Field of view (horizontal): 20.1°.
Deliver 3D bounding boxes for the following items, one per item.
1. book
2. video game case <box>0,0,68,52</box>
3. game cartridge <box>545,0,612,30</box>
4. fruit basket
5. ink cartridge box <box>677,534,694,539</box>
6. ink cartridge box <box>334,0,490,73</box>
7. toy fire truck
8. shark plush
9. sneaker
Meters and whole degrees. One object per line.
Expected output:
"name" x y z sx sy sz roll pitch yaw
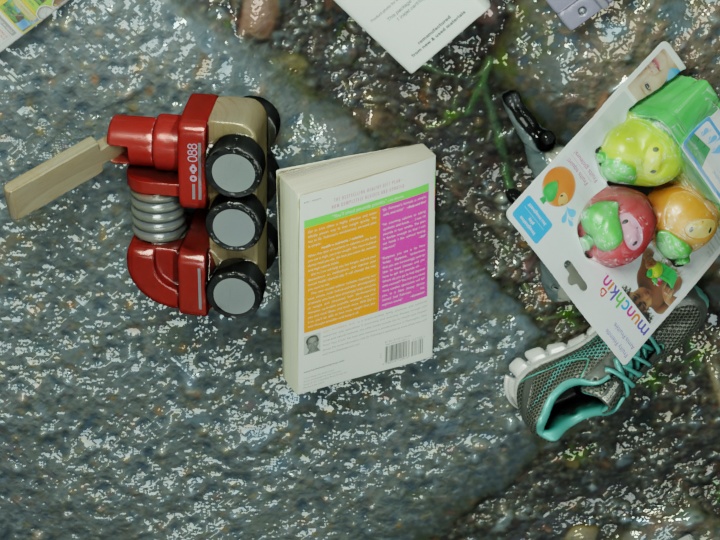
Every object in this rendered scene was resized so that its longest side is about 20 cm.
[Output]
"book" 0.000 0.000 1.707 0.133 0.048 0.200 -14 124 -22
"video game case" -0.308 -0.266 1.550 0.182 0.023 0.200 -34 117 16
"game cartridge" 0.206 -0.291 1.570 0.200 0.038 0.130 -35 122 16
"fruit basket" 0.233 -0.053 1.643 0.200 0.094 0.185 -49 119 -18
"ink cartridge box" 0.310 0.385 1.929 0.145 0.145 0.200 -31 118 14
"ink cartridge box" -0.004 -0.263 1.504 0.083 0.147 0.200 -39 116 19
"toy fire truck" -0.173 -0.050 1.646 0.200 0.129 0.176 5 122 6
"shark plush" 0.157 -0.054 1.695 0.083 0.091 0.200 -5 135 36
"sneaker" 0.221 0.085 1.768 0.200 0.091 0.078 -35 119 16
